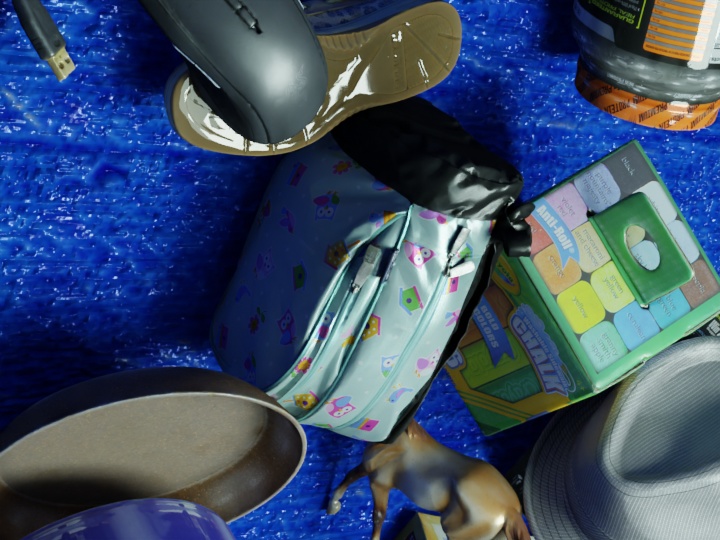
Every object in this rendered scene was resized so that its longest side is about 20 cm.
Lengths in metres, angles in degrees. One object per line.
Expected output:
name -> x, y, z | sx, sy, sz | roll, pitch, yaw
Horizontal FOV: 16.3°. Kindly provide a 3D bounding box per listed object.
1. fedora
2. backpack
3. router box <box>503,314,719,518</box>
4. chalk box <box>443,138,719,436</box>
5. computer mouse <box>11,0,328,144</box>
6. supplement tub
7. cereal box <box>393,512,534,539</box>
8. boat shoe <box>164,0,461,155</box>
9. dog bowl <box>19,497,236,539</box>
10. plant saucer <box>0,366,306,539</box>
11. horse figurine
fedora -> 0.202, 0.114, 1.580 | 0.199, 0.177, 0.090 | -28, 150, -14
backpack -> 0.000, 0.000, 1.511 | 0.126, 0.167, 0.201 | 19, 105, -26
router box -> 0.187, 0.103, 1.758 | 0.150, 0.062, 0.200 | -40, 173, -19
chalk box -> 0.135, 0.008, 1.585 | 0.124, 0.125, 0.200 | -31, 179, -27
computer mouse -> -0.098, -0.132, 1.336 | 0.140, 0.046, 0.200 | -39, 116, -17
supplement tub -> 0.204, -0.198, 1.590 | 0.122, 0.122, 0.201 | -11, 125, -41
cereal box -> 0.128, 0.251, 1.775 | 0.199, 0.144, 0.040 | 16, 127, -32
boat shoe -> -0.035, -0.117, 1.450 | 0.199, 0.063, 0.074 | -16, 121, -34
dog bowl -> -0.152, 0.228, 1.510 | 0.199, 0.079, 0.200 | -20, 145, -15
plant saucer -> -0.131, 0.108, 1.468 | 0.199, 0.035, 0.201 | -10, 150, -6
horse figurine -> 0.046, 0.152, 1.638 | 0.050, 0.200, 0.133 | -28, 145, -48
